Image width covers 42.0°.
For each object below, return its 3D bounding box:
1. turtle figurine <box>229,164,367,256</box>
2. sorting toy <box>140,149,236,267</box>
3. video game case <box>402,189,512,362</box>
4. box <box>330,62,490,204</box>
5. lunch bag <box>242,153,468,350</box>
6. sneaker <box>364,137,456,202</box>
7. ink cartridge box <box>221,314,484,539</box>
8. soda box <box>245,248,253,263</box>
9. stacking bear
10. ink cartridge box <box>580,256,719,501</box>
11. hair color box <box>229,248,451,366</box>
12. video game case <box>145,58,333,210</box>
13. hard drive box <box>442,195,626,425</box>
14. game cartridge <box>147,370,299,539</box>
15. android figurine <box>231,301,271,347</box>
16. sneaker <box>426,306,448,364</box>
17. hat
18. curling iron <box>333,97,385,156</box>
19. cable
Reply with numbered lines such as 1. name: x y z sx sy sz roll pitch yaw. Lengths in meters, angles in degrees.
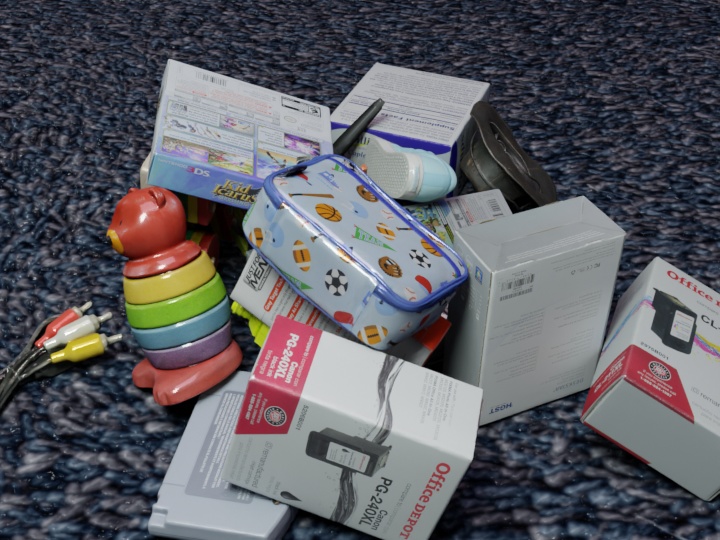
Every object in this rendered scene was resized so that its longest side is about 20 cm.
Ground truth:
1. turtle figurine: -0.076 -0.082 1.136 0.159 0.200 0.065 -23 85 -23
2. sorting toy: -0.191 -0.082 1.113 0.068 0.201 0.201 10 38 4
3. video game case: 0.122 0.001 1.093 0.179 0.022 0.202 -11 59 -20
4. box: 0.071 -0.195 1.334 0.181 0.106 0.201 14 39 17
5. lunch bag: -0.003 -0.027 0.865 0.200 0.076 0.160 44 34 15
6. sneaker: 0.060 -0.118 1.169 0.081 0.075 0.200 8 14 -19
7. ink cartridge box: -0.007 0.146 0.824 0.197 0.147 0.084 20 40 -1
8. soda box: -0.037 -0.013 1.129 0.198 0.069 0.063 -22 44 -27
9. stacking bear: -0.198 0.014 0.959 0.112 0.203 0.121 -23 18 -26
10. ink cartridge box: 0.319 0.100 0.938 0.144 0.083 0.201 31 43 4
11. hair color box: -0.021 0.039 0.922 0.199 0.102 0.061 37 34 6
12. video game case: -0.127 -0.140 1.030 0.197 0.046 0.183 14 39 -17
13. hard drive box: 0.169 0.043 0.949 0.154 0.203 0.077 -14 39 -20
14. game cartridge: -0.111 0.180 0.908 0.131 0.041 0.201 4 38 10
15. android figurine: -0.041 0.059 1.004 0.197 0.041 0.183 22 36 -11
16. sneaker: 0.110 0.017 1.012 0.074 0.089 0.200 40 58 14
17. hat: 0.185 -0.130 1.262 0.081 0.200 0.202 -39 25 22
18. curling iron: -0.034 -0.146 1.241 0.200 0.025 0.050 -48 37 8
19. cable: -0.358 0.094 1.002 0.199 0.051 0.097 -28 48 -33
